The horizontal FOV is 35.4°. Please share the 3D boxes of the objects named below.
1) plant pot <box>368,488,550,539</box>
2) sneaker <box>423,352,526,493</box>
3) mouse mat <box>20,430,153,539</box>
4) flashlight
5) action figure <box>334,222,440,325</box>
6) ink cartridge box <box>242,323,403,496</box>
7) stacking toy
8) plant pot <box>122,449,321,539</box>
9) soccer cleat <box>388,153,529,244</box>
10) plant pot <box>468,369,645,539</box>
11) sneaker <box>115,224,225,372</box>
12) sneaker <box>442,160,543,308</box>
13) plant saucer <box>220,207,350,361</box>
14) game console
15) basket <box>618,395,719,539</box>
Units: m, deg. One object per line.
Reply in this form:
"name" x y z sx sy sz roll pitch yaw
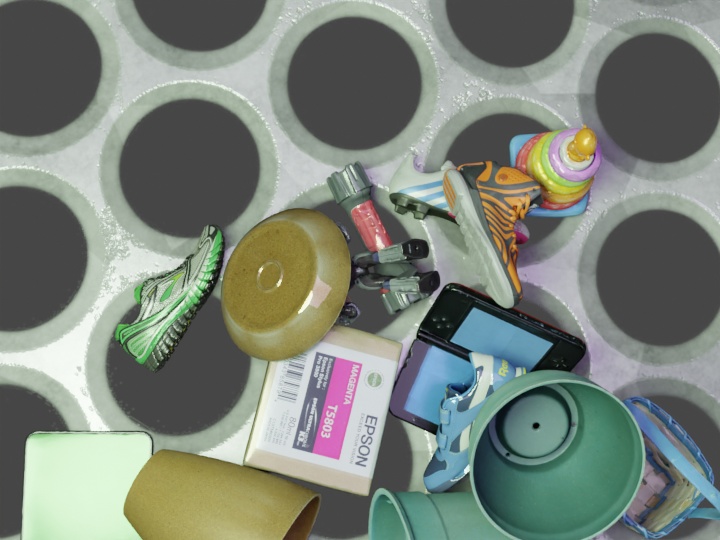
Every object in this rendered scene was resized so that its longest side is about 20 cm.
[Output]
"plant pot" 0.130 0.353 1.371 0.195 0.200 0.202 -5 81 -16
"sneaker" 0.126 0.188 1.418 0.082 0.074 0.201 30 102 -9
"mouse mat" -0.341 0.301 1.406 0.160 0.008 0.202 1 82 -6
"flashlight" 0.023 -0.044 1.472 0.067 0.068 0.201 -26 89 24
"action figure" 0.000 0.000 1.422 0.069 0.199 0.131 -25 104 -49
"ink cartridge box" -0.047 0.170 1.429 0.164 0.075 0.201 14 78 -3
"stacking toy" 0.268 -0.145 1.454 0.109 0.200 0.117 -1 80 -7
"plant pot" -0.178 0.303 1.351 0.199 0.186 0.187 27 78 11
"soccer cleat" 0.137 -0.097 1.496 0.199 0.070 0.087 19 78 -4
"plant pot" 0.215 0.201 1.317 0.199 0.134 0.202 -1 104 -4
"sneaker" -0.238 0.024 1.427 0.085 0.078 0.201 32 79 0
"sneaker" 0.187 -0.056 1.413 0.111 0.078 0.201 -15 70 -12
"plant saucer" -0.105 0.011 1.407 0.199 0.035 0.202 -12 66 29
"game console" 0.160 0.136 1.441 0.199 0.173 0.119 24 52 -3
"basket" 0.353 0.239 1.400 0.139 0.200 0.177 -41 87 -12
